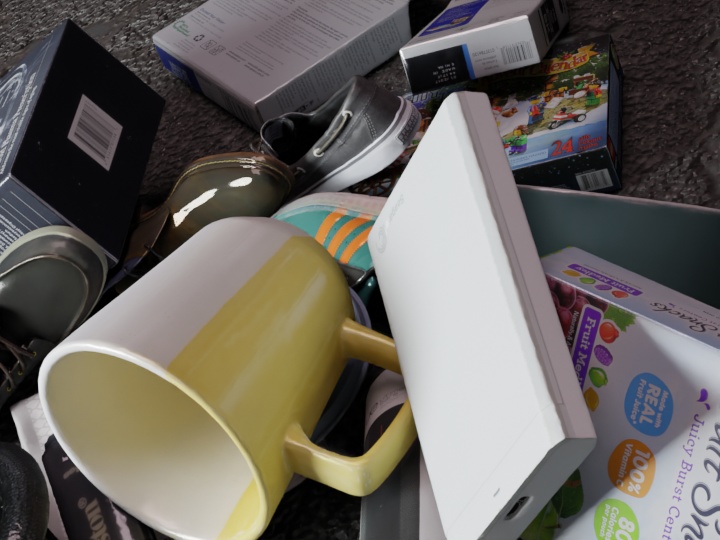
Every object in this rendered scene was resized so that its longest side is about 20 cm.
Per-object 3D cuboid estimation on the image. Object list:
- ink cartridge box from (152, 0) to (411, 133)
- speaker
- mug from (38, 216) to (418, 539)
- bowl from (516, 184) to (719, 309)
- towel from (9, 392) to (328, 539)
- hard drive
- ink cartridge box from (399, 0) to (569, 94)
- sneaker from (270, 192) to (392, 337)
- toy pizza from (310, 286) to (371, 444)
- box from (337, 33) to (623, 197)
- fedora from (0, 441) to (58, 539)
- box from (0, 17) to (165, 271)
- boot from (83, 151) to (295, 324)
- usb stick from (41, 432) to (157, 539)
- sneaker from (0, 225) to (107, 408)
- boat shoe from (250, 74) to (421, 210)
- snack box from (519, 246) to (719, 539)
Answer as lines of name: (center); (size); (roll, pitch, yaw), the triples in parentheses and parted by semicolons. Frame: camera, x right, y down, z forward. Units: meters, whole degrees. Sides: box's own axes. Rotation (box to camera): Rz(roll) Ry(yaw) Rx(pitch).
ink cartridge box: (-0.048, -0.204, 1.499); (0.199, 0.044, 0.196); (-34, 36, -15)
speaker: (0.039, 0.140, 0.978); (0.080, 0.082, 0.201); (-16, 37, 15)
mug: (-0.063, 0.061, 1.016); (0.153, 0.186, 0.150); (-52, -2, -38)
bowl: (0.128, 0.013, 1.015); (0.199, 0.200, 0.106); (7, 90, 38)
towel: (-0.130, 0.105, 1.174); (0.190, 0.032, 0.200); (-28, 36, -2)
hard drive: (0.056, 0.030, 0.909); (0.026, 0.132, 0.202); (1, 55, -24)
ink cartridge box: (0.098, -0.179, 1.339); (0.098, 0.040, 0.200); (-13, 15, 19)
sneaker: (0.000, 0.000, 1.186); (0.198, 0.072, 0.080); (-1, 47, 39)
toy pizza: (-0.082, 0.074, 1.126); (0.198, 0.032, 0.201); (-16, 38, 13)
box: (0.085, -0.091, 1.272); (0.198, 0.038, 0.137); (-13, 38, 19)
fedora: (-0.235, 0.202, 1.053); (0.199, 0.092, 0.202); (-28, 39, 26)
box: (-0.255, -0.052, 1.337); (0.182, 0.104, 0.201); (-36, 28, 30)
boot: (-0.123, -0.010, 1.262); (0.199, 0.074, 0.098); (-26, 37, 44)
usb stick: (-0.137, 0.170, 1.034); (0.055, 0.032, 0.201); (-41, 53, 21)
sneaker: (-0.245, 0.060, 1.227); (0.200, 0.075, 0.107); (-42, 22, 32)
boat shoe: (-0.041, -0.083, 1.261); (0.199, 0.066, 0.070); (-23, 36, 52)
snack box: (0.155, 0.091, 0.876); (0.199, 0.144, 0.053); (26, 27, 33)
